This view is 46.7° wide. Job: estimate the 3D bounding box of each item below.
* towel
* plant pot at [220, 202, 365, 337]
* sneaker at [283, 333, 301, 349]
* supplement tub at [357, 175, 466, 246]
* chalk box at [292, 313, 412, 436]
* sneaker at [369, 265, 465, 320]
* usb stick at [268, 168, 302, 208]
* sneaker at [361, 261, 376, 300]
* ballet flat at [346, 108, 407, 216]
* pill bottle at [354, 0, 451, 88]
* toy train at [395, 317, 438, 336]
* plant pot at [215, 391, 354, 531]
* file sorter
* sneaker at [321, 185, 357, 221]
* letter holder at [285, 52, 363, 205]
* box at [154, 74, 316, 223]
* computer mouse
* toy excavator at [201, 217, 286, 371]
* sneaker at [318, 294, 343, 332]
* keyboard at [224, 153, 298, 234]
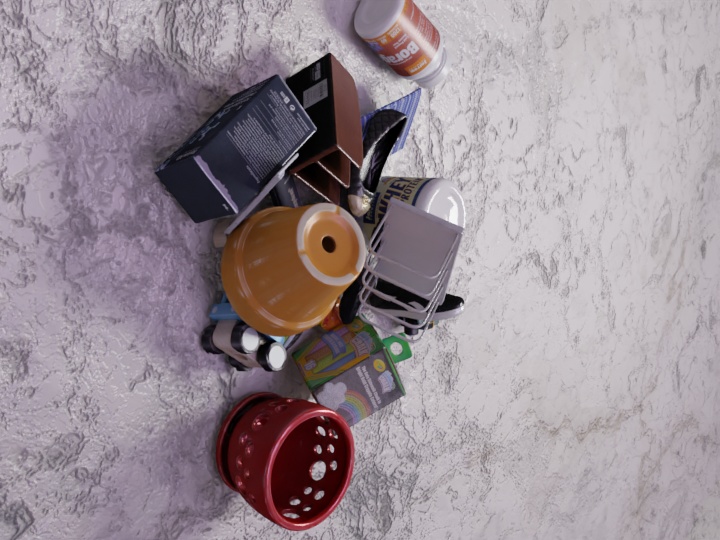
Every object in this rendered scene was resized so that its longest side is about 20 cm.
[{"bbox_3d":[0.032,-0.252,1.550,0.199,0.024,0.146,-34,155,-40],"label":"towel"},{"bbox_3d":[-0.089,-0.015,1.288,0.197,0.182,0.205,12,69,-33],"label":"plant pot"},{"bbox_3d":[-0.125,0.060,1.461,0.203,0.080,0.074,-63,173,4],"label":"sneaker"},{"bbox_3d":[0.083,-0.101,1.551,0.143,0.197,0.149,-9,103,-47],"label":"supplement tub"},{"bbox_3d":[-0.003,0.174,1.502,0.197,0.124,0.126,-29,124,-8],"label":"chalk box"},{"bbox_3d":[0.102,0.030,1.602,0.073,0.195,0.115,-41,128,-60],"label":"sneaker"},{"bbox_3d":[-0.122,-0.112,1.406,0.056,0.032,0.202,-55,153,-26],"label":"usb stick"},{"bbox_3d":[-0.024,-0.011,1.555,0.072,0.085,0.201,-33,147,-7],"label":"sneaker"},{"bbox_3d":[0.025,-0.190,1.445,0.066,0.056,0.204,31,74,-48],"label":"ballet flat"},{"bbox_3d":[0.086,-0.431,1.560,0.199,0.111,0.114,33,74,-44],"label":"pill bottle"},{"bbox_3d":[0.120,0.030,1.713,0.113,0.084,0.206,-8,101,-58],"label":"toy train"},{"bbox_3d":[-0.137,0.310,1.405,0.198,0.180,0.206,-11,106,-45],"label":"plant pot"},{"bbox_3d":[0.077,0.008,1.431,0.126,0.136,0.202,-58,166,-36],"label":"file sorter"},{"bbox_3d":[-0.023,-0.105,1.480,0.201,0.086,0.075,-56,160,-30],"label":"sneaker"},{"bbox_3d":[-0.044,-0.231,1.403,0.142,0.099,0.204,36,40,-45],"label":"letter holder"},{"bbox_3d":[-0.190,-0.182,1.270,0.108,0.147,0.201,51,60,-23],"label":"box"},{"bbox_3d":[0.000,0.000,1.482,0.059,0.033,0.204,-23,134,-76],"label":"computer mouse"},{"bbox_3d":[-0.191,0.043,1.378,0.194,0.098,0.204,40,56,-40],"label":"toy excavator"},{"bbox_3d":[-0.051,0.092,1.554,0.077,0.073,0.202,-38,117,-18],"label":"sneaker"},{"bbox_3d":[-0.152,-0.114,1.262,0.011,0.199,0.057,39,52,-12],"label":"keyboard"}]
